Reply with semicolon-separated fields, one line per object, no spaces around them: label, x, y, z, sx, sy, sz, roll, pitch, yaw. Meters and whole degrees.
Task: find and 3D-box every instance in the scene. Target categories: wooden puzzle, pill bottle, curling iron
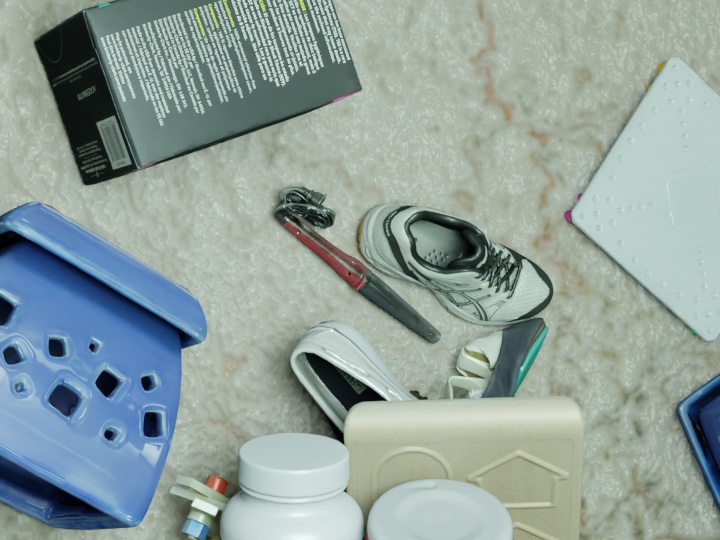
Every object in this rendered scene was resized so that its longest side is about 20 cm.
wooden puzzle;0.082;0.186;1.302;0.185;0.046;0.200;-2;117;0
pill bottle;0.057;0.271;1.258;0.112;0.112;0.200;-12;121;-25
curling iron;0.000;0.000;1.412;0.200;0.050;0.026;46;50;-22
pill bottle;-0.053;0.233;1.255;0.112;0.112;0.200;-5;106;-25

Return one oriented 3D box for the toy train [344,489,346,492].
toy train;0.020;0.233;1.383;0.150;0.056;0.200;-41;109;16

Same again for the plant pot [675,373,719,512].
plant pot;0.425;0.162;1.533;0.200;0.180;0.200;-30;101;-22

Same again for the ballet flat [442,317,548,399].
ballet flat;0.112;0.099;1.425;0.073;0.073;0.200;46;41;-17

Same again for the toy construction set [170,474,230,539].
toy construction set;-0.147;0.261;1.313;0.131;0.092;0.200;30;87;-21

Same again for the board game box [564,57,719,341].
board game box;0.314;-0.068;1.573;0.200;0.026;0.200;40;73;-19

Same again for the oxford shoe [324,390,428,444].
oxford shoe;0.032;0.133;1.419;0.200;0.073;0.084;53;40;-7

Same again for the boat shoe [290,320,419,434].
boat shoe;0.021;0.126;1.332;0.200;0.072;0.066;50;30;0

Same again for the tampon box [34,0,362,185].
tampon box;-0.130;-0.162;1.297;0.200;0.150;0.127;-21;96;-24

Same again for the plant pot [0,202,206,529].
plant pot;-0.239;0.069;1.209;0.200;0.200;0.180;31;68;-21

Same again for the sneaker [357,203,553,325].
sneaker;0.096;-0.002;1.434;0.200;0.088;0.076;19;78;-25
